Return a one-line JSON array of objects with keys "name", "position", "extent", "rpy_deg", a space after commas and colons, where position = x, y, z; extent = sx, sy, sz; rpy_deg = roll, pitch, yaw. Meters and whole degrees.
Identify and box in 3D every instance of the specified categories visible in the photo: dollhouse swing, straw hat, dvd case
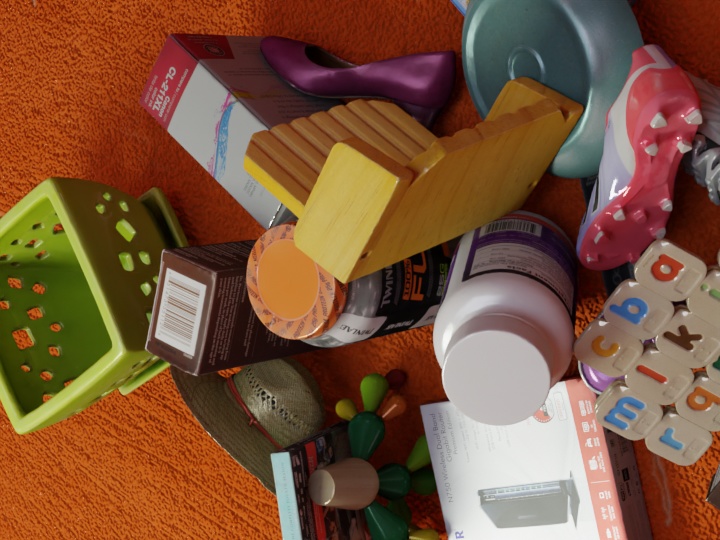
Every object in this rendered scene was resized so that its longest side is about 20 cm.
[{"name": "dollhouse swing", "position": [0.028, -0.113, 1.082], "extent": [0.176, 0.200, 0.182], "rpy_deg": [53, 143, 20]}, {"name": "straw hat", "position": [-0.081, 0.128, 1.293], "extent": [0.085, 0.201, 0.201], "rpy_deg": [-44, 68, 8]}, {"name": "dvd case", "position": [-0.029, 0.220, 1.230], "extent": [0.022, 0.200, 0.147], "rpy_deg": [-8, 90, 18]}]

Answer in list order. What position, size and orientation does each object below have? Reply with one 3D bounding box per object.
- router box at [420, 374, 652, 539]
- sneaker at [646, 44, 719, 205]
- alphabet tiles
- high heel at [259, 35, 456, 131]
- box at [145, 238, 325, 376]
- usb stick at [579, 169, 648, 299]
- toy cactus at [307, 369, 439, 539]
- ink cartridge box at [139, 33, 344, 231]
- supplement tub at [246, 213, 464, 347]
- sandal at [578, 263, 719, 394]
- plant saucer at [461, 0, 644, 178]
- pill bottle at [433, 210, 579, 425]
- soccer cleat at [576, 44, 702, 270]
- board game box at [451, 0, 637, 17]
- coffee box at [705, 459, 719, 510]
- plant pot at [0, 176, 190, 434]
[{"name": "router box", "position": [0.156, 0.199, 1.182], "extent": [0.179, 0.049, 0.201], "rpy_deg": [-15, 86, 36]}, {"name": "sneaker", "position": [0.282, -0.108, 1.053], "extent": [0.081, 0.075, 0.200], "rpy_deg": [-36, 63, 3]}, {"name": "alphabet tiles", "position": [0.272, 0.062, 1.034], "extent": [0.195, 0.015, 0.200], "rpy_deg": [27, 118, -13]}, {"name": "high heel", "position": [-0.002, -0.197, 1.246], "extent": [0.200, 0.067, 0.096], "rpy_deg": [29, 118, 16]}, {"name": "box", "position": [-0.100, 0.027, 1.258], "extent": [0.075, 0.200, 0.101], "rpy_deg": [23, 107, 35]}, {"name": "usb stick", "position": [0.221, -0.021, 1.122], "extent": [0.055, 0.033, 0.201], "rpy_deg": [-16, 85, 43]}, {"name": "toy cactus", "position": [0.009, 0.188, 1.219], "extent": [0.102, 0.165, 0.201], "rpy_deg": [-9, 80, 36]}, {"name": "ink cartridge box", "position": [-0.086, -0.132, 1.264], "extent": [0.200, 0.146, 0.083], "rpy_deg": [45, 120, 24]}, {"name": "supplement tub", "position": [0.000, 0.000, 1.181], "extent": [0.122, 0.200, 0.123], "rpy_deg": [6, 100, 36]}, {"name": "sandal", "position": [0.259, 0.037, 1.062], "extent": [0.202, 0.050, 0.083], "rpy_deg": [-28, 81, 19]}, {"name": "plant saucer", "position": [0.145, -0.167, 1.101], "extent": [0.200, 0.036, 0.201], "rpy_deg": [30, 131, 42]}, {"name": "pill bottle", "position": [0.118, 0.038, 1.086], "extent": [0.111, 0.200, 0.112], "rpy_deg": [5, 116, 10]}, {"name": "soccer cleat", "position": [0.210, -0.081, 1.044], "extent": [0.200, 0.066, 0.077], "rpy_deg": [101, 162, -49]}, {"name": "board game box", "position": [0.170, -0.268, 1.130], "extent": [0.151, 0.037, 0.200], "rpy_deg": [53, 123, 20]}, {"name": "coffee box", "position": [0.360, 0.115, 0.988], "extent": [0.114, 0.080, 0.200], "rpy_deg": [34, 115, 10]}, {"name": "plant pot", "position": [-0.271, 0.031, 1.396], "extent": [0.200, 0.181, 0.200], "rpy_deg": [-34, 75, 33]}]
